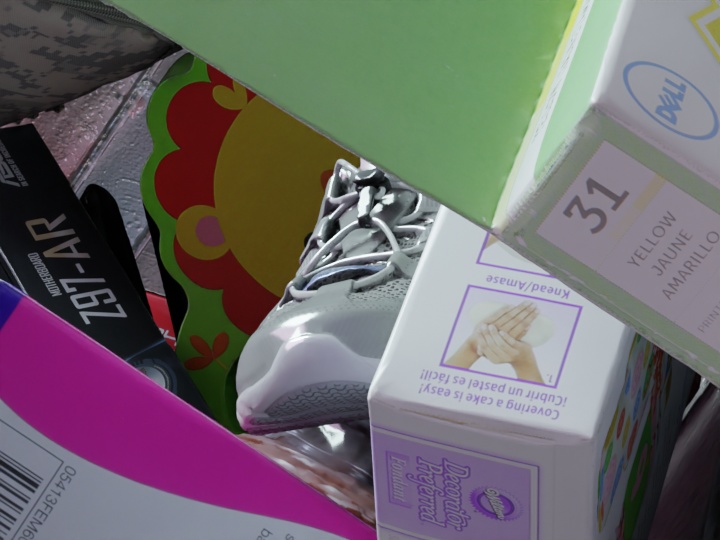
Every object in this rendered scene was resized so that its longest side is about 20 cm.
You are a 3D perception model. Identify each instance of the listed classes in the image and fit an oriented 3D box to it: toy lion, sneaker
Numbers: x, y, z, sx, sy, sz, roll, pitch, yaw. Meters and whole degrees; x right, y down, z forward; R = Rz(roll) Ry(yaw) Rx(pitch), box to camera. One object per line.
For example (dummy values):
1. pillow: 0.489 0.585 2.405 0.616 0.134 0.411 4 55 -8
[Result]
1. toy lion: 0.000 0.000 0.941 0.200 0.192 0.069 -54 6 26
2. sneaker: 0.002 -0.003 0.805 0.075 0.082 0.200 -10 8 13

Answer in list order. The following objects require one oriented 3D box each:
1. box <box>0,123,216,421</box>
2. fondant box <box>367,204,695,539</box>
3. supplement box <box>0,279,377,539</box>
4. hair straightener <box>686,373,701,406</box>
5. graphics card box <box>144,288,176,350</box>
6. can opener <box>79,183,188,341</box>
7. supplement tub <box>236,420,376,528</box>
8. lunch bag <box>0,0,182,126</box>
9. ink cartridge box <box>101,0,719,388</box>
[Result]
1. box: -0.130 0.070 1.021 0.043 0.160 0.200 -12 -37 -32
2. fondant box: 0.059 0.005 0.706 0.144 0.058 0.200 86 -160 -50
3. supplement box: -0.055 0.106 0.763 0.101 0.200 0.103 -57 4 -18
4. hair straightener: 0.099 0.005 0.848 0.200 0.041 0.077 -55 6 2
5. graphics card box: -0.089 0.098 1.138 0.051 0.125 0.200 -63 -15 -46
6. can opener: -0.065 0.058 1.025 0.079 0.063 0.200 -29 70 57
7. supplement tub: -0.031 0.128 0.876 0.200 0.107 0.107 -60 6 -10
8. lunch bag: -0.133 -0.126 0.975 0.168 0.139 0.200 -24 4 -43
9. ink cartridge box: 0.052 -0.053 0.585 0.048 0.200 0.146 -52 7 32
